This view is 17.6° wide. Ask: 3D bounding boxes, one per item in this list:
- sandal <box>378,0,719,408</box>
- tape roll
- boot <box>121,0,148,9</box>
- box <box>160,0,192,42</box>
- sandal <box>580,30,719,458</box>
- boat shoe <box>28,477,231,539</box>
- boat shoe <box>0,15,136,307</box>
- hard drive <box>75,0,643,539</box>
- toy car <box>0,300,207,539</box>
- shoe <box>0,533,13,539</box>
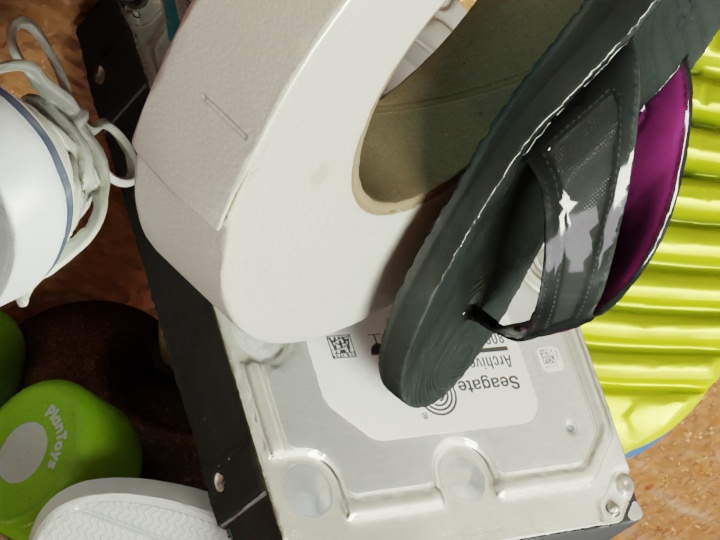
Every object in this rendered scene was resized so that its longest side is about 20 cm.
[{"bbox_3d":[0.070,-0.033,0.653,0.201,0.048,0.075,-57,159,20],"label":"sandal"},{"bbox_3d":[0.024,-0.067,0.621,0.203,0.037,0.203,-40,159,-19],"label":"tape roll"},{"bbox_3d":[-0.078,-0.124,0.617,0.199,0.069,0.174,-27,151,-4],"label":"boot"},{"bbox_3d":[0.030,-0.132,0.643,0.200,0.049,0.082,-42,159,-17],"label":"box"},{"bbox_3d":[0.100,-0.025,0.834,0.079,0.201,0.087,17,163,-6],"label":"sandal"},{"bbox_3d":[-0.014,0.113,0.752,0.199,0.071,0.072,23,106,-14],"label":"boat shoe"},{"bbox_3d":[-0.106,-0.028,0.685,0.086,0.075,0.202,-31,-176,-24],"label":"boat shoe"},{"bbox_3d":[0.000,0.000,0.740,0.139,0.201,0.038,-3,157,-35],"label":"hard drive"},{"bbox_3d":[-0.043,0.018,0.836,0.164,0.158,0.200,36,88,-45],"label":"toy car"},{"bbox_3d":[-0.179,0.074,0.777,0.200,0.070,0.053,39,86,-25],"label":"shoe"}]
